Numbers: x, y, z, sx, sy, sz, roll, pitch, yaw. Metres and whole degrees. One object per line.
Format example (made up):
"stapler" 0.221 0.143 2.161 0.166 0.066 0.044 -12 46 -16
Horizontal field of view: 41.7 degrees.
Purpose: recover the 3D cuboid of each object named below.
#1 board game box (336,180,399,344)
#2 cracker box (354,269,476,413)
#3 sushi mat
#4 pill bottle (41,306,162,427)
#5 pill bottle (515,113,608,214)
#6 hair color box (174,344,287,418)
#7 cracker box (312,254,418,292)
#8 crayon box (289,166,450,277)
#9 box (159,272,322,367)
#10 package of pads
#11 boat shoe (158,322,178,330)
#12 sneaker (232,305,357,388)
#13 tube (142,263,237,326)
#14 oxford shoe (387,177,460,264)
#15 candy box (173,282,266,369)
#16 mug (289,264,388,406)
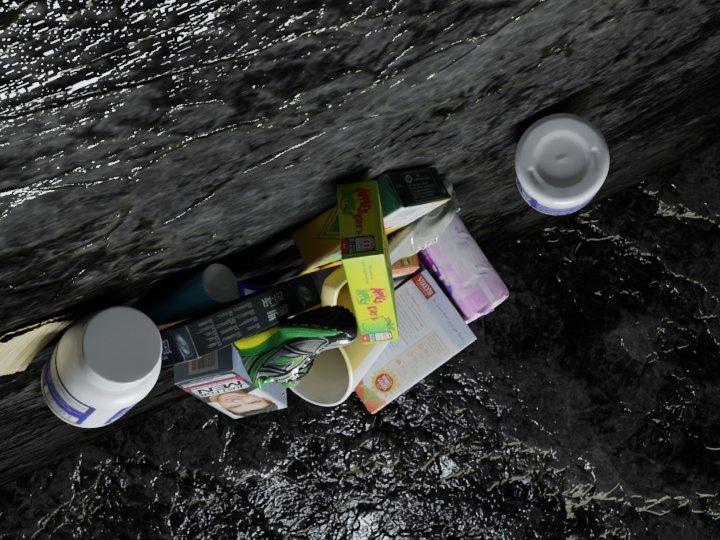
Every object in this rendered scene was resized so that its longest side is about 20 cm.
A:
"board game box" 0.011 -0.005 1.118 0.048 0.102 0.200 -6 148 4
"cracker box" 0.061 0.110 1.463 0.200 0.134 0.058 -35 171 -2
"sushi mat" -0.399 0.095 1.089 0.096 0.012 0.200 -20 172 -41
"pill bottle" -0.304 0.112 1.120 0.120 0.120 0.200 -22 173 -32
"pill bottle" 0.273 -0.139 1.302 0.120 0.120 0.200 -27 173 7
"hair color box" -0.199 0.170 1.472 0.099 0.061 0.200 -14 153 15
"cracker box" 0.000 0.000 1.504 0.134 0.058 0.200 -8 170 -14
"crayon box" 0.002 -0.063 1.219 0.200 0.052 0.126 -31 172 33
"box" -0.172 0.067 1.213 0.200 0.044 0.160 -23 -176 -39
"package of pads" 0.143 -0.017 1.477 0.076 0.200 0.121 -32 175 -13
"boat shoe" -0.284 0.094 1.373 0.200 0.072 0.072 -42 -163 30
"sneaker" -0.075 0.099 1.204 0.200 0.085 0.078 -19 -176 43
"tube" -0.235 0.045 1.217 0.077 0.050 0.200 -5 166 -43
"oxford shoe" 0.075 -0.049 1.304 0.200 0.058 0.075 -46 -163 -29
"candy box" -0.176 0.102 1.499 0.169 0.077 0.200 14 145 -41
"mug" -0.021 0.084 1.347 0.153 0.149 0.187 -37 179 -44
